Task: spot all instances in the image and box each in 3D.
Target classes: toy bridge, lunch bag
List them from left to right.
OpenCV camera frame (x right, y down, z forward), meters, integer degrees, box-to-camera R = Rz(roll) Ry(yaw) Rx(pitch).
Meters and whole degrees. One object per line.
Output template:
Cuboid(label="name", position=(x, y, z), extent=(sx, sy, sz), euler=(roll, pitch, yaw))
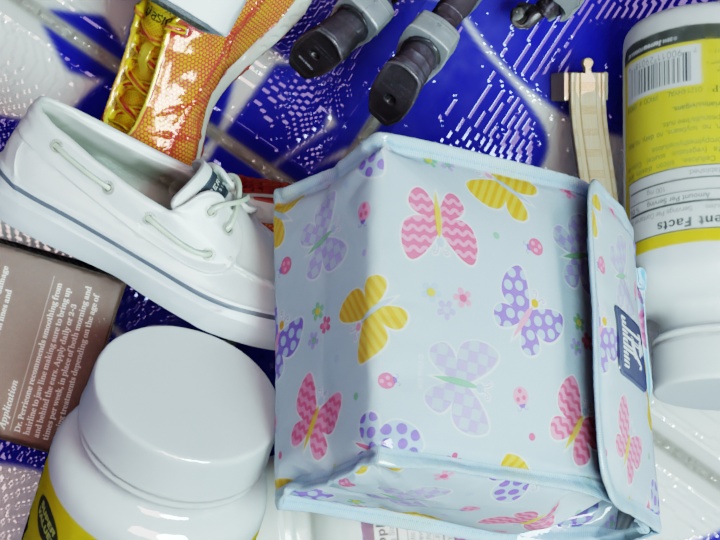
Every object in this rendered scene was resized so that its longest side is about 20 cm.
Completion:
Cuboid(label="lunch bag", position=(0.065, 0.038, 1.293), extent=(0.199, 0.127, 0.171), euler=(14, 66, -33))
Cuboid(label="toy bridge", position=(0.123, -0.015, 1.440), extent=(0.027, 0.067, 0.201), euler=(-1, 94, -10))

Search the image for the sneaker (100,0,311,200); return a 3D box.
Cuboid(label="sneaker", position=(-0.103, -0.105, 1.382), extent=(0.077, 0.073, 0.201), euler=(39, 79, -47))

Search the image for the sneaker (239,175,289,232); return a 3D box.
Cuboid(label="sneaker", position=(0.000, 0.000, 1.419), extent=(0.199, 0.073, 0.078), euler=(10, 104, -3))

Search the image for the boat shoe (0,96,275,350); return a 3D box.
Cuboid(label="boat shoe", position=(-0.087, -0.022, 1.321), extent=(0.199, 0.074, 0.067), euler=(22, 117, -12))

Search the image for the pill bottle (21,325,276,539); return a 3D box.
Cuboid(label="pill bottle", position=(-0.111, 0.132, 1.335), extent=(0.114, 0.115, 0.201), euler=(13, 127, -11))

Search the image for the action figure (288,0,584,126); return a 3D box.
Cuboid(label="action figure", position=(0.052, -0.168, 1.413), extent=(0.130, 0.069, 0.200), euler=(39, 64, 7))

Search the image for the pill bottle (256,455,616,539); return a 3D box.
Cuboid(label="pill bottle", position=(0.036, 0.131, 1.402), extent=(0.199, 0.112, 0.113), euler=(-7, 94, 3))

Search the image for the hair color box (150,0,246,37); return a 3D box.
Cuboid(label="hair color box", position=(-0.064, -0.227, 1.309), extent=(0.099, 0.061, 0.201), euler=(30, 88, -18))

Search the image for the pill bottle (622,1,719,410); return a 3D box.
Cuboid(label="pill bottle", position=(0.194, -0.032, 1.405), extent=(0.111, 0.111, 0.201), euler=(5, 75, -10))

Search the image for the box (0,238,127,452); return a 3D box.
Cuboid(label="box", position=(-0.231, 0.023, 1.376), extent=(0.199, 0.075, 0.101), euler=(17, 90, -12))
